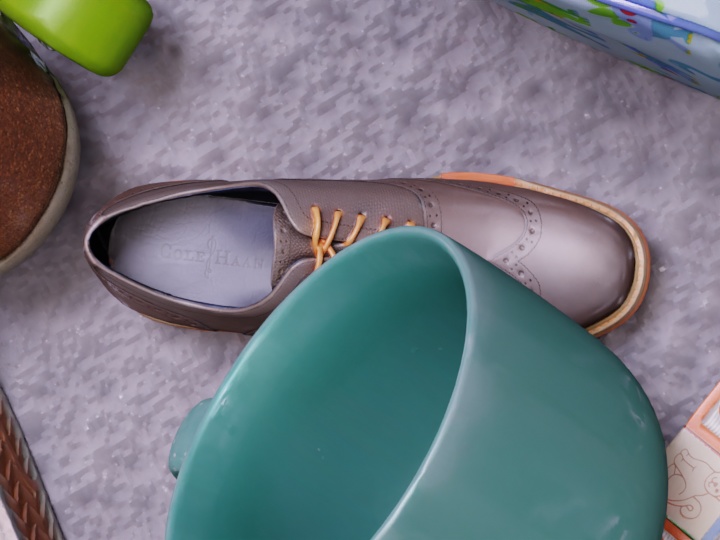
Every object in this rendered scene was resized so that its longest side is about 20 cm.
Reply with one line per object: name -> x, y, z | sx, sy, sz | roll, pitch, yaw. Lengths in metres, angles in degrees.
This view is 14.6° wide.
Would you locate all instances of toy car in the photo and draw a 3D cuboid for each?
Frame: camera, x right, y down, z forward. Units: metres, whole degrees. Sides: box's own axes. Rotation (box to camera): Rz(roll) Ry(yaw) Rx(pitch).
toy car -> -0.199, -0.076, 0.950 | 0.158, 0.200, 0.164 | 35, 94, 33

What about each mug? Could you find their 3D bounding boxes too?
mug -> 0.023, 0.071, 0.931 | 0.114, 0.185, 0.152 | 34, 106, -26

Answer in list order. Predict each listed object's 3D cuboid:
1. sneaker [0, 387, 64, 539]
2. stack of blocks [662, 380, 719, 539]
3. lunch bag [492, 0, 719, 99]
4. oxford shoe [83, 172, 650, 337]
sneaker -> -0.144, 0.132, 1.019 | 0.080, 0.071, 0.200 | -23, 76, 11
stack of blocks -> 0.132, 0.121, 0.963 | 0.115, 0.059, 0.200 | 39, 97, 10
lunch bag -> 0.075, -0.116, 0.907 | 0.161, 0.200, 0.083 | 22, 93, 12
oxford shoe -> 0.000, 0.000, 0.985 | 0.200, 0.073, 0.071 | -1, 88, 11
